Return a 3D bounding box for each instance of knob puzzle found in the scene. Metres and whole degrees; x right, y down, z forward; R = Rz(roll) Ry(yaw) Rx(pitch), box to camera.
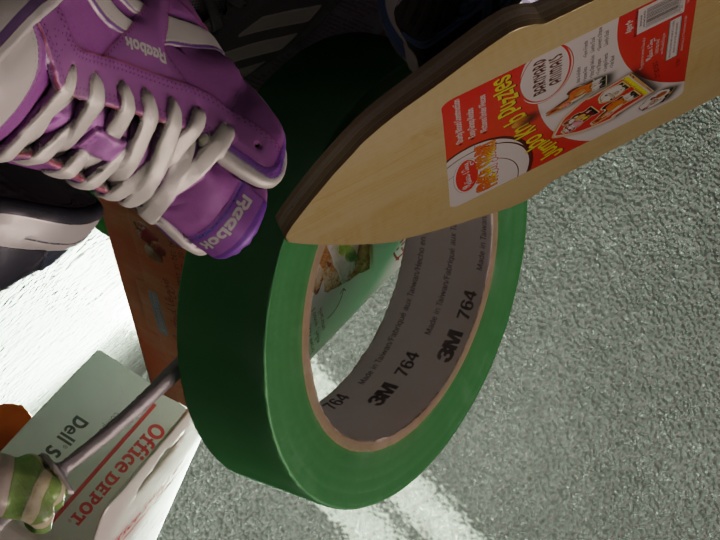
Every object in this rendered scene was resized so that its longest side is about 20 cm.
[{"bbox_3d":[0.054,-0.068,1.083,0.220,0.030,0.220,-25,164,-8],"label":"knob puzzle"}]

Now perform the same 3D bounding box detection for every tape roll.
[{"bbox_3d":[0.000,0.000,1.186,0.200,0.048,0.200,-30,128,-48],"label":"tape roll"}]

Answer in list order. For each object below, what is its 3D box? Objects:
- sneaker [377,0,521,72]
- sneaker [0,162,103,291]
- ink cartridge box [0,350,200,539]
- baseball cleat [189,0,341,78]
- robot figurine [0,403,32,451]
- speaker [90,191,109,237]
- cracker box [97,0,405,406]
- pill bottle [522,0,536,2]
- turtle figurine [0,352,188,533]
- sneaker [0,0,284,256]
[{"bbox_3d":[0.028,-0.126,1.122,0.076,0.077,0.200,-52,178,10],"label":"sneaker"},{"bbox_3d":[-0.177,0.016,0.949,0.146,0.077,0.202,-55,165,16],"label":"sneaker"},{"bbox_3d":[-0.141,0.121,1.308,0.117,0.067,0.200,-50,170,-44],"label":"ink cartridge box"},{"bbox_3d":[-0.072,-0.089,1.080,0.200,0.070,0.106,-45,-179,27],"label":"baseball cleat"},{"bbox_3d":[-0.236,0.106,1.330,0.144,0.117,0.200,-65,170,23],"label":"robot figurine"},{"bbox_3d":[-0.070,-0.071,1.337,0.088,0.088,0.200,-44,178,24],"label":"speaker"},{"bbox_3d":[-0.024,-0.042,1.245,0.200,0.058,0.134,-46,145,-29],"label":"cracker box"},{"bbox_3d":[0.065,-0.173,1.506,0.200,0.111,0.111,-44,178,19],"label":"pill bottle"},{"bbox_3d":[-0.174,0.078,1.167,0.200,0.144,0.194,-31,149,-57],"label":"turtle figurine"},{"bbox_3d":[-0.081,-0.051,0.933,0.073,0.114,0.200,-42,177,22],"label":"sneaker"}]
